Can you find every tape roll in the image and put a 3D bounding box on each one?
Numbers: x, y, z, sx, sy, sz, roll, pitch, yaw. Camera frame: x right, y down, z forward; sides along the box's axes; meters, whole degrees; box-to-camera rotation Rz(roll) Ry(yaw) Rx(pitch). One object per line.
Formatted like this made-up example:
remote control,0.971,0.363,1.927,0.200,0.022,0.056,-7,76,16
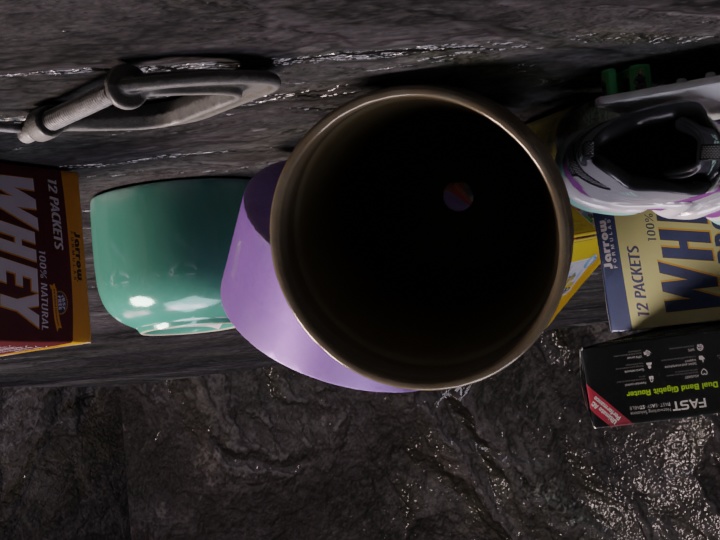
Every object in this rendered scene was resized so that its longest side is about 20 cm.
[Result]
tape roll,0.000,0.000,1.690,0.199,0.085,0.200,13,-151,-7

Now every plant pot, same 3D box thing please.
plant pot,0.053,-0.037,1.533,0.199,0.201,0.174,-6,-169,12

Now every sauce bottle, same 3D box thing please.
sauce bottle,0.134,-0.080,1.663,0.064,0.065,0.200,-2,176,-23

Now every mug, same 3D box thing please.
mug,-0.130,-0.009,1.857,0.184,0.115,0.152,-8,173,30

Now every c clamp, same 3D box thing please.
c clamp,-0.150,-0.100,1.397,0.170,0.027,0.200,-1,173,-36

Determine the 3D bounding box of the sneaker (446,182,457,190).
sneaker,0.040,-0.033,1.982,0.097,0.071,0.200,-5,176,-24

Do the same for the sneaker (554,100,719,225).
sneaker,0.237,-0.072,1.498,0.199,0.078,0.140,-4,175,-6

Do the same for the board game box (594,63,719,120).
board game box,0.286,-0.127,1.512,0.199,0.026,0.200,-8,173,31

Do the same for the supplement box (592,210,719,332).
supplement box,0.311,-0.040,1.710,0.199,0.135,0.199,-9,-179,39

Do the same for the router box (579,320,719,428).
router box,0.280,0.067,1.651,0.199,0.062,0.150,-9,-179,30

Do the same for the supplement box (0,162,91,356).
supplement box,-0.340,-0.001,1.668,0.196,0.134,0.200,-9,173,31

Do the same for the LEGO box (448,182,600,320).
LEGO box,0.111,-0.001,1.864,0.149,0.077,0.200,-52,158,26
